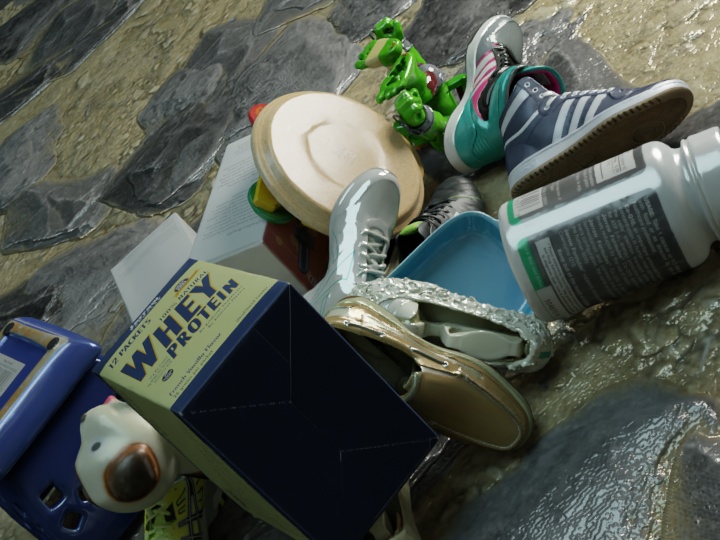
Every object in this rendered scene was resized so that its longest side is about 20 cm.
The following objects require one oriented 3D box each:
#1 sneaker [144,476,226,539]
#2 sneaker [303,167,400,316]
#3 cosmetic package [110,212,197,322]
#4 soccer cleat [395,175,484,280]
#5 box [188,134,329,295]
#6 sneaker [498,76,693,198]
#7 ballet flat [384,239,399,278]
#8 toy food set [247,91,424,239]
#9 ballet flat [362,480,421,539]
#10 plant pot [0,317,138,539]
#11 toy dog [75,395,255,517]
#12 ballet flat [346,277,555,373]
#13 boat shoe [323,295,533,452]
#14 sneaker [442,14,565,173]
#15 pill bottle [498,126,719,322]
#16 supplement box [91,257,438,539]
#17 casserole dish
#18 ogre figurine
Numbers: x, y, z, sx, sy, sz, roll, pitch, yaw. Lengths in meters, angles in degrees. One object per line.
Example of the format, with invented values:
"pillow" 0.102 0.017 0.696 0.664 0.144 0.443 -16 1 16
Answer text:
"sneaker" -0.184 0.250 1.460 0.075 0.076 0.200 -25 37 24
"sneaker" 0.000 0.000 1.453 0.080 0.070 0.201 16 84 56
"cosmetic package" -0.207 0.028 1.753 0.113 0.081 0.200 -41 32 4
"soccer cleat" 0.075 -0.032 1.504 0.067 0.081 0.200 -20 38 32
"box" -0.079 -0.036 1.614 0.106 0.152 0.200 -21 38 31
"sneaker" 0.219 -0.155 1.478 0.200 0.070 0.109 -30 52 25
"ballet flat" 0.021 -0.023 1.572 0.067 0.062 0.200 -27 34 28
"toy food set" -0.026 -0.106 1.555 0.049 0.197 0.200 -53 20 45
"ballet flat" 0.010 0.192 1.320 0.069 0.069 0.200 -38 31 8
"plant pot" -0.321 0.166 1.603 0.200 0.180 0.200 13 62 54
"toy dog" -0.172 0.153 1.418 0.200 0.195 0.139 -20 9 -32
"ballet flat" 0.071 0.050 1.336 0.199 0.072 0.072 9 50 13
"boat shoe" 0.050 0.097 1.276 0.072 0.200 0.076 -63 -6 16
"sneaker" 0.163 -0.200 1.604 0.121 0.084 0.201 -15 48 45
"pill bottle" 0.228 -0.041 1.302 0.199 0.113 0.113 -22 36 17
"supplement box" -0.082 0.111 1.272 0.134 0.200 0.200 -50 26 -15
"casserole dish" 0.081 0.038 1.401 0.200 0.121 0.039 -44 -11 -3
"ogre figurine" 0.067 -0.192 1.672 0.098 0.120 0.200 -48 30 0
